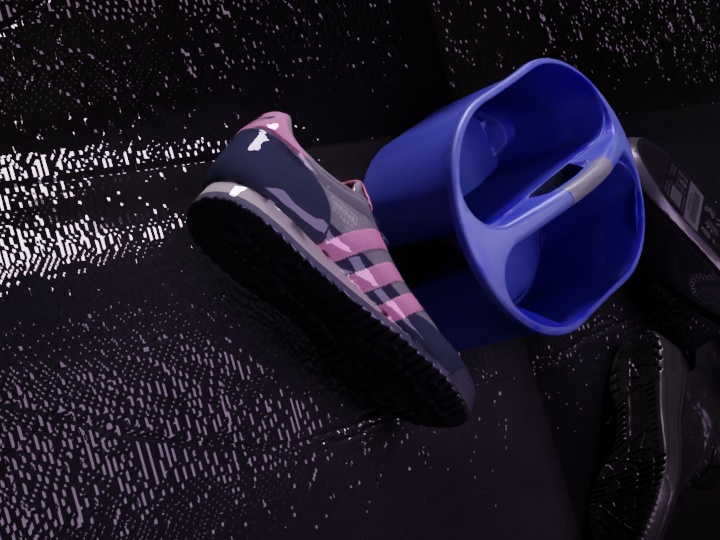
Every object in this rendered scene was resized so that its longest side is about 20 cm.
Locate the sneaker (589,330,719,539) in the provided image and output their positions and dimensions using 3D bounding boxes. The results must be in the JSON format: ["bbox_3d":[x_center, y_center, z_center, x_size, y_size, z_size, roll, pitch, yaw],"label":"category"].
[{"bbox_3d":[0.204,0.115,1.240,0.104,0.060,0.200,37,46,-30],"label":"sneaker"}]

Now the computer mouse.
[{"bbox_3d":[0.223,0.002,1.291,0.200,0.053,0.139,50,25,-4],"label":"computer mouse"}]

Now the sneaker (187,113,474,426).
[{"bbox_3d":[0.000,0.000,1.016,0.200,0.070,0.082,47,49,-30],"label":"sneaker"}]

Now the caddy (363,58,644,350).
[{"bbox_3d":[0.094,-0.039,1.129,0.200,0.105,0.142,-38,105,-50],"label":"caddy"}]
